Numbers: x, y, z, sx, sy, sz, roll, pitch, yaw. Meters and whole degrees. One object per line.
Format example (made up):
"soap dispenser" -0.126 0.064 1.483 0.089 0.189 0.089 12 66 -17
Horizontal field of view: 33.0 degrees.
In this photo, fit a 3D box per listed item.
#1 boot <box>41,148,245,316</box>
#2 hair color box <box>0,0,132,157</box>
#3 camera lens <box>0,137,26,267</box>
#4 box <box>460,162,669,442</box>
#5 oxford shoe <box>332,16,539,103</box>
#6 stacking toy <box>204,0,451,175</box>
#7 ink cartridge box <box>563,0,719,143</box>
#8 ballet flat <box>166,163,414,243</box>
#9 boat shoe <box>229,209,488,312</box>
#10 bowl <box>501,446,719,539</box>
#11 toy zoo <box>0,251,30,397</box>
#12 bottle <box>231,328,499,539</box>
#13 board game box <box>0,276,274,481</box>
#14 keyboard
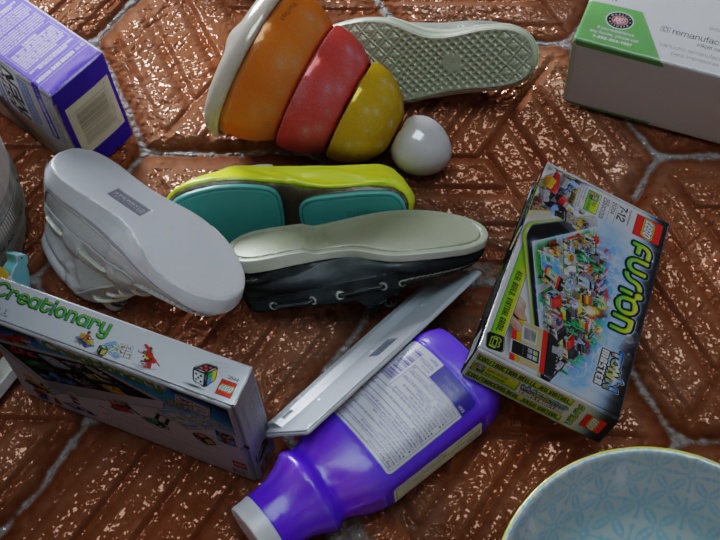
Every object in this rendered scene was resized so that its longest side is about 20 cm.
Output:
"boot" -0.170 -0.005 0.933 0.200 0.096 0.073 38 41 25
"hair color box" -0.294 -0.179 1.035 0.200 0.110 0.065 36 68 23
"camera lens" -0.352 -0.078 0.922 0.159 0.200 0.161 -1 58 2
"box" 0.154 0.017 0.889 0.110 0.035 0.201 26 50 0
"oxford shoe" 0.056 -0.184 1.052 0.198 0.076 0.058 1 16 13
"stacking toy" -0.016 -0.134 0.999 0.199 0.146 0.147 30 63 1
"ink cartridge box" 0.274 -0.224 1.043 0.144 0.084 0.201 17 60 14
"ballet flat" -0.056 -0.059 0.981 0.198 0.067 0.067 -1 36 -1
"boat shoe" 0.000 0.001 0.931 0.198 0.067 0.075 -8 29 0
"bowl" 0.179 0.223 0.754 0.199 0.108 0.201 -2 57 3
"toy zoo" -0.309 0.061 0.875 0.020 0.131 0.200 12 57 39
"bottle" 0.003 0.126 0.851 0.200 0.065 0.084 -36 60 -18
"board game box" -0.162 0.078 0.856 0.199 0.127 0.035 19 61 14
"keyboard" 0.012 0.058 0.882 0.200 0.011 0.056 -41 21 -33
